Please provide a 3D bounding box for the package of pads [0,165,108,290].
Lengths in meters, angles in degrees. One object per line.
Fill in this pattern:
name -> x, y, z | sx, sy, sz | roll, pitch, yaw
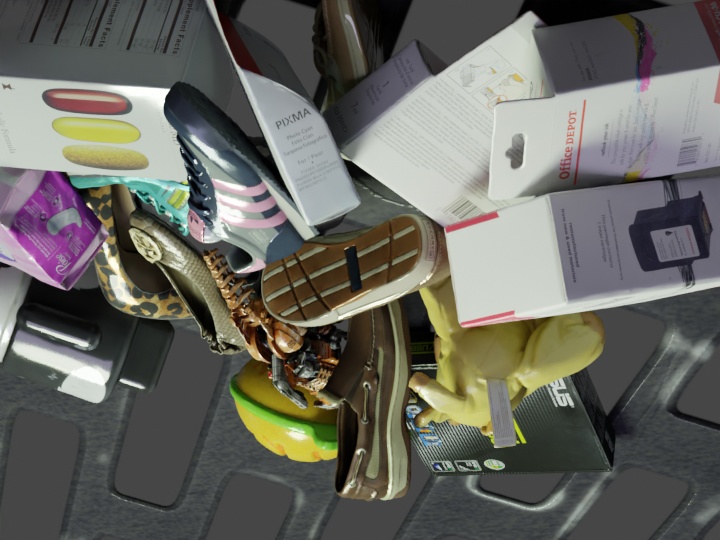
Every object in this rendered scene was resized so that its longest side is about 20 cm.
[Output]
package of pads -> -0.319, -0.067, 1.518 | 0.199, 0.076, 0.121 | 23, 160, 37

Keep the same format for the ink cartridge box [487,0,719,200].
ink cartridge box -> 0.182, -0.122, 1.284 | 0.198, 0.068, 0.117 | -10, 144, -6

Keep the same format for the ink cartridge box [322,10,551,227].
ink cartridge box -> 0.096, -0.116, 1.354 | 0.176, 0.045, 0.200 | -36, 145, 17

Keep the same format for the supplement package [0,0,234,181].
supplement package -> -0.212, -0.151, 1.393 | 0.198, 0.110, 0.114 | 5, 144, 12

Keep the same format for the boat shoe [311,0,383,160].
boat shoe -> -0.015, -0.152, 1.364 | 0.062, 0.074, 0.201 | 1, 151, 9

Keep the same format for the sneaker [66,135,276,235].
sneaker -> -0.146, -0.066, 1.453 | 0.198, 0.078, 0.080 | 7, 115, 12

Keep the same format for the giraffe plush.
giraffe plush -> 0.114, 0.072, 1.546 | 0.171, 0.202, 0.162 | 11, 161, -1

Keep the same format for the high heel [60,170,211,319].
high heel -> -0.189, -0.028, 1.597 | 0.199, 0.072, 0.143 | 26, 137, -19

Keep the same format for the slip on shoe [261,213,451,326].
slip on shoe -> 0.000, 0.000, 1.484 | 0.060, 0.077, 0.199 | 7, 158, -45

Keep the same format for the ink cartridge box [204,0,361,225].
ink cartridge box -> -0.069, -0.150, 1.294 | 0.047, 0.160, 0.201 | -23, 116, -3

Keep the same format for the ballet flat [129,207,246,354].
ballet flat -> -0.151, 0.015, 1.588 | 0.067, 0.046, 0.200 | 32, 165, 40

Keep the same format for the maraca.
maraca -> -0.040, 0.133, 1.697 | 0.136, 0.108, 0.199 | -5, -158, -42

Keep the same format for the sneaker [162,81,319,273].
sneaker -> -0.105, -0.060, 1.343 | 0.082, 0.070, 0.200 | -36, 138, 5

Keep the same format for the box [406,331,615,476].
box -> 0.131, 0.129, 1.722 | 0.191, 0.048, 0.201 | -2, 142, 23

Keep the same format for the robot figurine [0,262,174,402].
robot figurine -> -0.277, 0.047, 1.680 | 0.198, 0.126, 0.151 | 20, 141, -10

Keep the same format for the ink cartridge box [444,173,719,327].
ink cartridge box -> 0.188, -0.016, 1.368 | 0.198, 0.085, 0.144 | -7, 175, -31

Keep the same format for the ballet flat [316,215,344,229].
ballet flat -> -0.101, -0.075, 1.515 | 0.198, 0.047, 0.068 | 7, 134, 15

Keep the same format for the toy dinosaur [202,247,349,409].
toy dinosaur -> -0.062, 0.041, 1.587 | 0.101, 0.137, 0.201 | -1, 143, 20

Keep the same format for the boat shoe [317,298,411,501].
boat shoe -> 0.001, 0.103, 1.568 | 0.074, 0.205, 0.075 | -5, -178, -21
